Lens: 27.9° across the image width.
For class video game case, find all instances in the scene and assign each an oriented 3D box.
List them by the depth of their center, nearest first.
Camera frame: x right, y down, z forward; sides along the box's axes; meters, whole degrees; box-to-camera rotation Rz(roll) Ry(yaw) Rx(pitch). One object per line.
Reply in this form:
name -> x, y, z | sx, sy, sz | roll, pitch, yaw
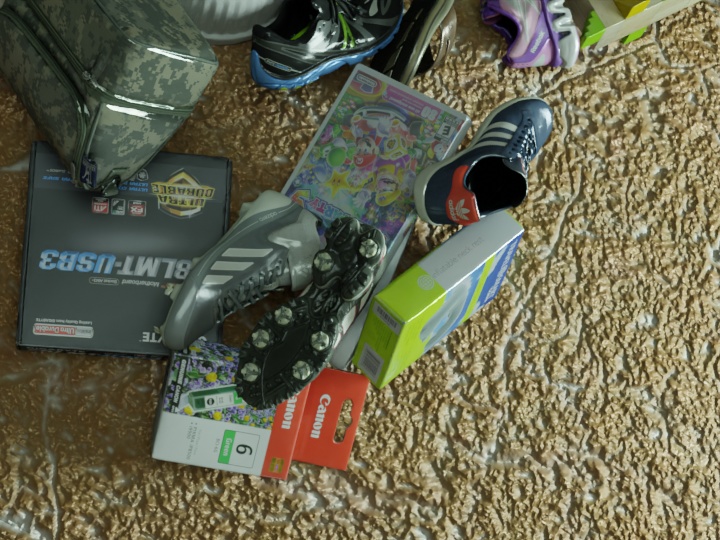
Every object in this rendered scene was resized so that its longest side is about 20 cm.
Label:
video game case -> 0.003, -0.092, 1.430 | 0.142, 0.018, 0.201 | 29, 86, 28

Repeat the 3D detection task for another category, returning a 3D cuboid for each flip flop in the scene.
flip flop -> 0.072, -0.248, 1.509 | 0.057, 0.081, 0.202 | 37, 71, -27

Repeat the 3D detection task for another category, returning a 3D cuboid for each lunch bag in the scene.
lunch bag -> -0.250, -0.192, 1.351 | 0.139, 0.168, 0.200 | -2, 45, -53

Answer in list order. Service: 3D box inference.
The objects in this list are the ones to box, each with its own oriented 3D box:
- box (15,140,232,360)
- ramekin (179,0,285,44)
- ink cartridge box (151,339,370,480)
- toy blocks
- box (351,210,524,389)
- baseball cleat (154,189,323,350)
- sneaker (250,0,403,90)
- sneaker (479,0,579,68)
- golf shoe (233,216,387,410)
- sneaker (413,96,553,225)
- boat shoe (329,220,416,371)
box -> -0.228, -0.017, 1.405 | 0.197, 0.050, 0.201 | 5, 78, -12
ramekin -> -0.142, -0.340, 1.452 | 0.197, 0.105, 0.203 | 3, 79, -13
ink cartridge box -> -0.093, 0.138, 1.385 | 0.197, 0.050, 0.110 | 12, 105, -12
toy blocks -> 0.285, -0.333, 1.569 | 0.198, 0.100, 0.138 | -26, 76, -16
box -> 0.082, 0.019, 1.410 | 0.048, 0.123, 0.199 | 42, 57, 18
baseball cleat -> -0.103, 0.006, 1.360 | 0.106, 0.070, 0.201 | 26, 60, 14
sneaker -> -0.030, -0.251, 1.456 | 0.199, 0.070, 0.084 | -32, 132, -31
sneaker -> 0.163, -0.303, 1.537 | 0.087, 0.081, 0.203 | -16, 83, -3
golf shoe -> -0.037, 0.049, 1.339 | 0.077, 0.088, 0.201 | 36, 87, 19
sneaker -> 0.141, -0.101, 1.392 | 0.200, 0.084, 0.076 | -42, 125, -32
boat shoe -> 0.000, 0.000, 1.446 | 0.065, 0.072, 0.202 | 23, 78, 2
